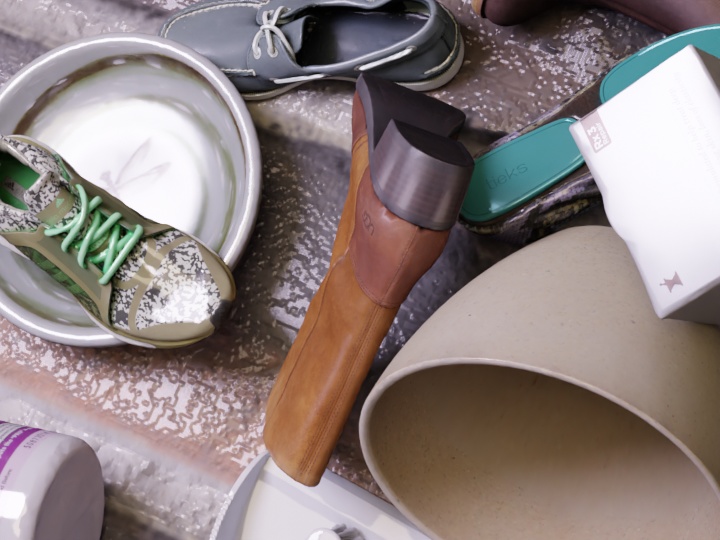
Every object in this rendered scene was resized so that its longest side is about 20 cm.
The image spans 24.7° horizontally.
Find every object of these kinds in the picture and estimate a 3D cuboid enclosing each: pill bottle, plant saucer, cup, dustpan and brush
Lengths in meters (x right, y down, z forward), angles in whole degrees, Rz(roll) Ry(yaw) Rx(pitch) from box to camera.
[{"bbox_3d":[-0.259,0.134,0.956,0.198,0.112,0.113,10,76,14],"label":"pill bottle"},{"bbox_3d":[-0.151,-0.046,1.018,0.198,0.050,0.202,-4,73,12],"label":"plant saucer"},{"bbox_3d":[0.117,0.062,0.872,0.199,0.201,0.144,16,52,16],"label":"cup"},{"bbox_3d":[-0.048,0.209,0.916,0.139,0.057,0.201,27,81,18],"label":"dustpan and brush"}]

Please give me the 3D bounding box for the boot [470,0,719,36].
[{"bbox_3d":[0.183,-0.162,0.968,0.199,0.072,0.167,-32,68,-2],"label":"boot"}]

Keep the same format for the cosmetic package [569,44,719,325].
[{"bbox_3d":[0.202,-0.035,0.855,0.081,0.199,0.114,-33,70,26],"label":"cosmetic package"}]

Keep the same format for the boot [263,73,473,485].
[{"bbox_3d":[0.000,0.000,0.942,0.068,0.189,0.201,17,110,-19],"label":"boot"}]

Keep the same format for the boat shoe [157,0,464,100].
[{"bbox_3d":[-0.037,-0.149,1.017,0.198,0.062,0.073,3,75,13],"label":"boat shoe"}]

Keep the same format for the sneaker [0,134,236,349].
[{"bbox_3d":[-0.162,-0.022,0.940,0.199,0.089,0.077,29,82,18],"label":"sneaker"}]

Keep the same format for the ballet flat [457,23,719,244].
[{"bbox_3d":[0.146,-0.075,0.949,0.199,0.072,0.072,-28,70,15],"label":"ballet flat"}]
